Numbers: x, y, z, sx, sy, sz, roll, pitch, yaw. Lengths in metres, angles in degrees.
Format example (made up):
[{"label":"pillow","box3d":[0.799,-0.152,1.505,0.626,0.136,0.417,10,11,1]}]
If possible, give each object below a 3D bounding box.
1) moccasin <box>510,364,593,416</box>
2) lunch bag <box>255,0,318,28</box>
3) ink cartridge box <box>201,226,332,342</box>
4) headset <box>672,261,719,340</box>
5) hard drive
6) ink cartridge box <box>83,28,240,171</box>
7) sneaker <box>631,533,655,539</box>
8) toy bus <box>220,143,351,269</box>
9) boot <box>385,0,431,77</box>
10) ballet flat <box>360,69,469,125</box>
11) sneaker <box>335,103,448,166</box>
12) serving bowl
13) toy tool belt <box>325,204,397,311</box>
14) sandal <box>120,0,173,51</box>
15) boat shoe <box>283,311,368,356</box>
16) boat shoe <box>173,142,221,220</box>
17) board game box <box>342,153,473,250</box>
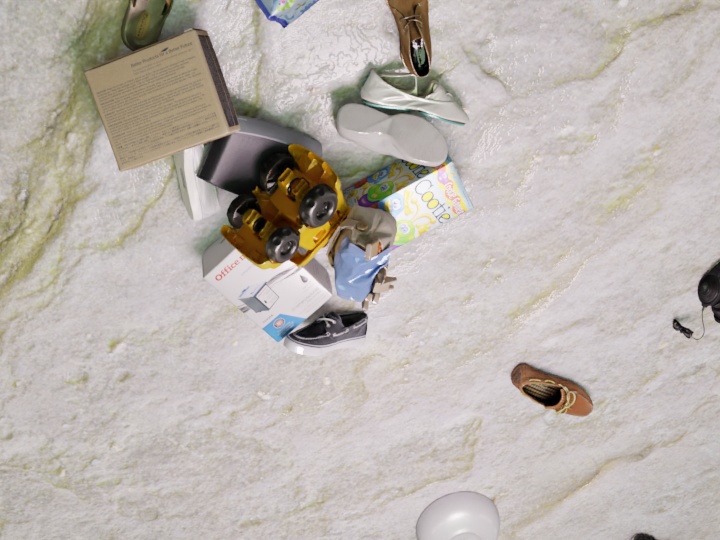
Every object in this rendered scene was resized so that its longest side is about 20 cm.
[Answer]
[{"label":"moccasin","box3d":[0.405,0.259,1.941,0.199,0.078,0.074,31,111,-24]},{"label":"lunch bag","box3d":[-0.114,-0.495,1.388,0.169,0.127,0.202,-35,91,11]},{"label":"ink cartridge box","box3d":[-0.169,0.009,1.692,0.146,0.086,0.200,-40,120,14]},{"label":"headset","box3d":[0.724,0.057,1.898,0.200,0.094,0.123,-47,114,0]},{"label":"hard drive","box3d":[-0.164,-0.179,1.576,0.197,0.042,0.136,12,118,-37]},{"label":"ink cartridge box","box3d":[-0.308,-0.266,1.464,0.196,0.075,0.168,-16,99,14]},{"label":"sneaker","box3d":[0.724,0.700,2.266,0.197,0.075,0.080,23,124,-14]},{"label":"toy bus","box3d":[-0.111,-0.076,1.565,0.201,0.135,0.192,-48,151,-7]},{"label":"boot","box3d":[0.083,-0.408,1.499,0.072,0.076,0.203,-15,120,2]},{"label":"ballet flat","box3d":[0.098,-0.295,1.576,0.196,0.070,0.071,11,118,-12]},{"label":"sneaker","box3d":[0.052,-0.224,1.590,0.196,0.089,0.077,20,74,-1]},{"label":"serving bowl","box3d":[0.228,0.599,2.117,0.195,0.066,0.204,-5,121,-8]},{"label":"toy tool belt","box3d":[0.000,0.000,1.572,0.122,0.124,0.203,9,131,-4]},{"label":"sandal","box3d":[-0.322,-0.424,1.430,0.079,0.054,0.203,13,117,-17]},{"label":"boat shoe","box3d":[-0.060,0.111,1.745,0.197,0.071,0.069,-4,116,-43]},{"label":"boat shoe","box3d":[-0.272,-0.182,1.576,0.067,0.072,0.204,-18,117,-24]},{"label":"board game box","box3d":[0.082,-0.126,1.645,0.197,0.105,0.104,-28,122,6]}]
